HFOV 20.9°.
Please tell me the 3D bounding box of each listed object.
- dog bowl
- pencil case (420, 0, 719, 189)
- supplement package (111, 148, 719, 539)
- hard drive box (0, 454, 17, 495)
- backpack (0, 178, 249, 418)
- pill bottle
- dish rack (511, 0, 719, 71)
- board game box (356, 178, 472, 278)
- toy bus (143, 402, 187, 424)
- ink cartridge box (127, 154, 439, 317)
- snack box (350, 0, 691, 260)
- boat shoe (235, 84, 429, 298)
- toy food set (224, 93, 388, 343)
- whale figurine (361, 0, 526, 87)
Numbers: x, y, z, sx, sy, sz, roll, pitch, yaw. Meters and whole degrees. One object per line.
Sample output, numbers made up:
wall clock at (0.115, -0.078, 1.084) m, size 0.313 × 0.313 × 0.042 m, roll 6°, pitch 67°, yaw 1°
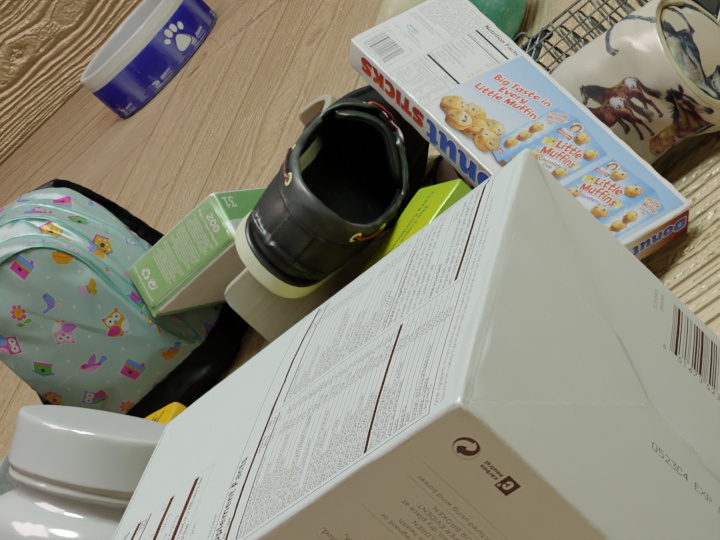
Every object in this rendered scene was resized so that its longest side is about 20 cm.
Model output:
dog bowl at (-0.293, -0.308, 2.698) m, size 0.200 × 0.079 × 0.200 m, roll -43°, pitch 17°, yaw 16°
pencil case at (0.125, -0.070, 1.082) m, size 0.200 × 0.090 × 0.078 m, roll -36°, pitch -9°, yaw 33°
supplement package at (0.041, 0.108, 0.675) m, size 0.200 × 0.191 × 0.147 m, roll -36°, pitch 19°, yaw 32°
hard drive box at (-0.301, 0.253, 1.421) m, size 0.156 × 0.077 × 0.200 m, roll -40°, pitch 17°, yaw 25°
backpack at (-0.201, 0.029, 1.462) m, size 0.167 × 0.200 × 0.127 m, roll -42°, pitch 17°, yaw 15°
pill bottle at (-0.141, 0.175, 0.981) m, size 0.114 × 0.113 × 0.201 m, roll -164°, pitch 84°, yaw -72°
dish rack at (0.145, -0.132, 1.217) m, size 0.200 × 0.055 × 0.154 m, roll -38°, pitch 17°, yaw 36°
board game box at (0.021, 0.063, 0.990) m, size 0.200 × 0.102 × 0.048 m, roll -54°, pitch 17°, yaw -19°
toy bus at (-0.148, 0.178, 1.222) m, size 0.078 × 0.065 × 0.200 m, roll -27°, pitch 26°, yaw 51°
ink cartridge box at (-0.053, -0.042, 1.404) m, size 0.200 × 0.048 × 0.145 m, roll -40°, pitch -16°, yaw 32°
snack box at (0.080, -0.073, 1.023) m, size 0.072 × 0.200 × 0.024 m, roll -28°, pitch -35°, yaw -22°
boat shoe at (0.001, -0.056, 1.052) m, size 0.063 × 0.074 × 0.201 m, roll -46°, pitch 3°, yaw 34°
toy food set at (0.000, 0.000, 1.117) m, size 0.060 × 0.143 × 0.200 m, roll -37°, pitch 20°, yaw 31°
whale figurine at (0.060, -0.175, 1.500) m, size 0.159 × 0.103 × 0.200 m, roll -75°, pitch 7°, yaw -59°
